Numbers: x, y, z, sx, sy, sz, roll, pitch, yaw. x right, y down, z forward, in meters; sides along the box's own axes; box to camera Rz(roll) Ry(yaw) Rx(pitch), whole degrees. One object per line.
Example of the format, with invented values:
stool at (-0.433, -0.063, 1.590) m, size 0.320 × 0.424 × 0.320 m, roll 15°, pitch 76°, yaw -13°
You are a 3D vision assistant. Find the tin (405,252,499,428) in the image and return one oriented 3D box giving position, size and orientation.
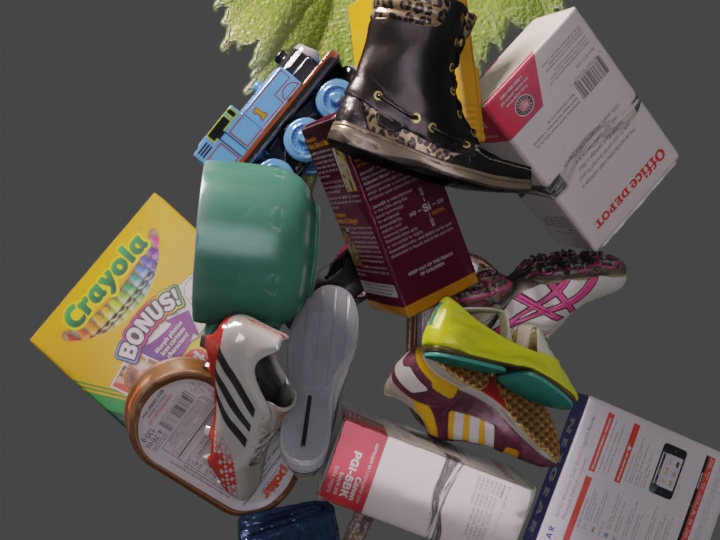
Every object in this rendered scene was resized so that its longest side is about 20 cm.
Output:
tin at (0.104, 0.080, 0.997) m, size 0.110 × 0.042 × 0.205 m, roll 1°, pitch 86°, yaw 1°

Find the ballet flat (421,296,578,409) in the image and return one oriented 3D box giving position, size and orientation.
ballet flat at (0.144, 0.078, 0.894) m, size 0.198 × 0.066 × 0.068 m, roll 23°, pitch 70°, yaw -30°

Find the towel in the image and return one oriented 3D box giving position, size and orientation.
towel at (-0.064, 0.343, 0.940) m, size 0.110 × 0.048 × 0.204 m, roll -10°, pitch 99°, yaw -19°

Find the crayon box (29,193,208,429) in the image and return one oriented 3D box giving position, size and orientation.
crayon box at (-0.214, 0.054, 0.971) m, size 0.172 × 0.058 × 0.201 m, roll 40°, pitch 85°, yaw 0°

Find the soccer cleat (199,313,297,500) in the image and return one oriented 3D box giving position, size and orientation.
soccer cleat at (-0.098, 0.134, 0.850) m, size 0.084 × 0.069 × 0.204 m, roll 11°, pitch 117°, yaw 21°

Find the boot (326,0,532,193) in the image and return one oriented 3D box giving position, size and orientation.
boot at (0.078, -0.157, 0.826) m, size 0.196 × 0.073 × 0.154 m, roll 14°, pitch 89°, yaw -13°

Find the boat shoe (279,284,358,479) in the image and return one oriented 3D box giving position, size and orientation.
boat shoe at (-0.048, 0.112, 0.935) m, size 0.071 × 0.062 × 0.203 m, roll 14°, pitch 60°, yaw -1°

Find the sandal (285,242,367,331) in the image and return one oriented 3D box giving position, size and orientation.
sandal at (0.000, 0.000, 0.992) m, size 0.199 × 0.045 × 0.075 m, roll -40°, pitch 89°, yaw -5°

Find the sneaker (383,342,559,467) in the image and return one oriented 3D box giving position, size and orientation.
sneaker at (0.116, 0.146, 0.947) m, size 0.199 × 0.075 × 0.090 m, roll 39°, pitch 122°, yaw -14°

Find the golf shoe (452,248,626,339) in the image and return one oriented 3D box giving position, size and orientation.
golf shoe at (0.183, 0.035, 0.959) m, size 0.196 × 0.073 × 0.094 m, roll -13°, pitch 107°, yaw -2°

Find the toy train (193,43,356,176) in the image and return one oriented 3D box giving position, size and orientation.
toy train at (-0.082, -0.152, 0.981) m, size 0.114 × 0.087 × 0.201 m, roll 38°, pitch 85°, yaw 6°

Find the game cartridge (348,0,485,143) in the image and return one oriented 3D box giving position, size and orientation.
game cartridge at (0.055, -0.203, 0.951) m, size 0.032 × 0.175 × 0.204 m, roll -7°, pitch 88°, yaw -33°

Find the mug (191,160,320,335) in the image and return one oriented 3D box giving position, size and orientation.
mug at (-0.100, -0.014, 0.893) m, size 0.112 × 0.186 × 0.155 m, roll 4°, pitch 58°, yaw -7°

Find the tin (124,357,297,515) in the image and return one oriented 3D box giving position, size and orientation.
tin at (-0.147, 0.172, 0.933) m, size 0.199 × 0.042 × 0.113 m, roll 38°, pitch 93°, yaw -24°

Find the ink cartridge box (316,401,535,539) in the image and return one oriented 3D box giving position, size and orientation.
ink cartridge box at (0.060, 0.212, 0.930) m, size 0.197 × 0.147 × 0.084 m, roll 21°, pitch 87°, yaw -1°

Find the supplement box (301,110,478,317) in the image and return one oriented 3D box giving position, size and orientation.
supplement box at (0.027, -0.066, 0.906) m, size 0.085 × 0.110 × 0.203 m, roll -24°, pitch 100°, yaw -17°

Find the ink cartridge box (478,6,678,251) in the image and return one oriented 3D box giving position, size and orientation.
ink cartridge box at (0.215, -0.143, 0.961) m, size 0.145 × 0.084 × 0.200 m, roll -46°, pitch 108°, yaw -10°

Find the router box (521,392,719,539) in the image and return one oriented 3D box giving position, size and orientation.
router box at (0.284, 0.259, 0.987) m, size 0.177 × 0.049 × 0.203 m, roll 23°, pitch 85°, yaw -1°
